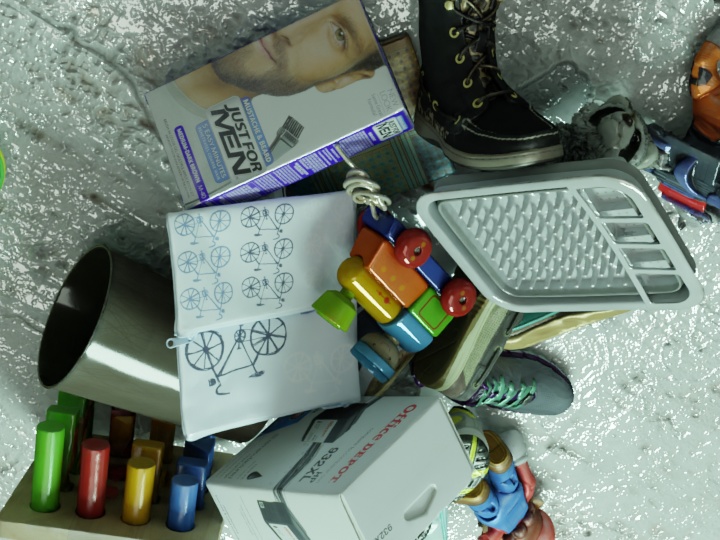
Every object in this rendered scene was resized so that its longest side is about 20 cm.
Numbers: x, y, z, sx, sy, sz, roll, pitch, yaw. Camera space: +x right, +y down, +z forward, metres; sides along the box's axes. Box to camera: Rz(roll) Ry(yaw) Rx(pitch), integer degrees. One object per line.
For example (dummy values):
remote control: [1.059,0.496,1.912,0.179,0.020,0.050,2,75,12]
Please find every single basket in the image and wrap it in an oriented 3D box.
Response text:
basket: [-0.178,0.077,1.092,0.198,0.180,0.138,24,79,-25]

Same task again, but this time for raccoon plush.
raccoon plush: [0.167,-0.092,1.040,0.133,0.199,0.098,-26,98,-31]

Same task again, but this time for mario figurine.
mario figurine: [0.134,0.247,1.244,0.122,0.107,0.201,-23,137,6]

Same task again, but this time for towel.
towel: [-0.028,-0.116,1.050,0.198,0.022,0.148,-19,121,7]

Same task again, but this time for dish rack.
dish rack: [0.160,-0.030,0.925,0.198,0.044,0.172,-4,144,38]

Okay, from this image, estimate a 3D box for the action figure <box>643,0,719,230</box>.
action figure: [0.336,-0.109,1.016,0.199,0.104,0.195,38,131,22]

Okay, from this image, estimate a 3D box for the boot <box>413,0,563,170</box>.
boot: [0.094,-0.167,0.921,0.072,0.200,0.153,-9,111,-16]

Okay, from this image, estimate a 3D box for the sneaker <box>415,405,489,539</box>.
sneaker: [0.051,0.212,1.152,0.199,0.077,0.075,-40,109,22]

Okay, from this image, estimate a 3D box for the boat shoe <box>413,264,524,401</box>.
boat shoe: [0.123,0.028,1.095,0.066,0.071,0.202,34,84,-38]

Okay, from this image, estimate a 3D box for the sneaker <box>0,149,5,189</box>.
sneaker: [-0.382,-0.044,1.038,0.074,0.084,0.200,35,114,-22]

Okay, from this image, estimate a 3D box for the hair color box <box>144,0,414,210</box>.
hair color box: [-0.067,-0.133,0.973,0.198,0.065,0.110,-24,78,6]

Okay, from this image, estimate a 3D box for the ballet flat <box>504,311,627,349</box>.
ballet flat: [0.213,0.025,1.138,0.198,0.069,0.063,-18,150,11]

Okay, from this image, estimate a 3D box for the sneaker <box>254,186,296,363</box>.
sneaker: [-0.081,-0.013,1.057,0.078,0.079,0.203,6,102,35]

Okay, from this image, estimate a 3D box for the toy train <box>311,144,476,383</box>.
toy train: [0.000,0.000,0.988,0.116,0.084,0.200,-49,124,-6]

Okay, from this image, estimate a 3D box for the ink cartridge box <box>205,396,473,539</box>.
ink cartridge box: [-0.021,0.185,1.051,0.199,0.145,0.084,-7,114,49]

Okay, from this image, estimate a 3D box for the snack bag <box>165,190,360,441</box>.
snack bag: [-0.077,0.038,0.998,0.187,0.021,0.203,-9,105,-34]

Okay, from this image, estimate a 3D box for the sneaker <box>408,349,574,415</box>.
sneaker: [0.128,0.118,1.165,0.198,0.088,0.075,21,119,-15]

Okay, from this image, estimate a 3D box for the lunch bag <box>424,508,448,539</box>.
lunch bag: [0.020,0.250,1.248,0.158,0.077,0.202,-5,122,0]

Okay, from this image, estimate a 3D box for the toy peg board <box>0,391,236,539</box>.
toy peg board: [-0.221,0.177,1.122,0.196,0.200,0.099,8,106,-2]

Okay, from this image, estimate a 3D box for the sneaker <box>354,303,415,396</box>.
sneaker: [-0.019,0.080,1.147,0.109,0.070,0.200,50,147,11]
